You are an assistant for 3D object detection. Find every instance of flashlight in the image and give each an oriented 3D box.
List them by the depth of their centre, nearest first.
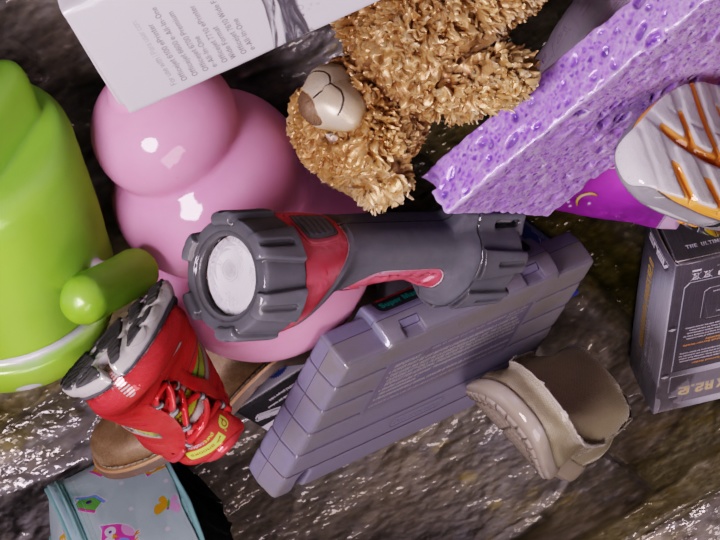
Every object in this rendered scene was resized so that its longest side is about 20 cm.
[{"bbox_3d":[0.000,0.000,1.442,0.068,0.068,0.200,-6,177,43],"label":"flashlight"}]

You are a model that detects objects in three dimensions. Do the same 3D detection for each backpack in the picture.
[{"bbox_3d":[-0.134,0.211,1.716,0.153,0.176,0.200,-16,139,-11],"label":"backpack"}]

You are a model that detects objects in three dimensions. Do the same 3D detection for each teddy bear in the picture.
[{"bbox_3d":[0.031,-0.127,1.395,0.200,0.145,0.067,-35,170,17],"label":"teddy bear"}]

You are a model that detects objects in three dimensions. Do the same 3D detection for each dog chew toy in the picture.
[{"bbox_3d":[-0.076,-0.040,1.482,0.124,0.125,0.200,-27,134,9],"label":"dog chew toy"}]

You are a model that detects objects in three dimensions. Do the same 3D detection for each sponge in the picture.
[{"bbox_3d":[0.135,-0.095,1.424,0.200,0.030,0.112,-39,160,24],"label":"sponge"}]

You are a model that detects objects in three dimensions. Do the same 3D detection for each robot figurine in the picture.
[{"bbox_3d":[-0.192,-0.019,1.440,0.175,0.116,0.200,10,140,19],"label":"robot figurine"}]

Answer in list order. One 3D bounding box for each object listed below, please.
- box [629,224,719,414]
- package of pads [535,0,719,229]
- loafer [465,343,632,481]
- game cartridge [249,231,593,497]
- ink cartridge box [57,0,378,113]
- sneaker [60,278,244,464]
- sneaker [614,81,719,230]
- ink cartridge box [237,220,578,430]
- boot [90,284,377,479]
[{"bbox_3d":[0.275,0.006,1.749,0.200,0.048,0.158,-13,143,-9],"label":"box"},{"bbox_3d":[0.166,-0.115,1.527,0.120,0.076,0.200,9,135,-29],"label":"package of pads"},{"bbox_3d":[0.116,0.077,1.636,0.068,0.076,0.200,-43,169,4],"label":"loafer"},{"bbox_3d":[0.035,0.049,1.579,0.200,0.038,0.130,-22,149,-39],"label":"game cartridge"},{"bbox_3d":[-0.049,-0.183,1.284,0.200,0.145,0.084,-24,142,6],"label":"ink cartridge box"},{"bbox_3d":[-0.097,0.061,1.440,0.077,0.085,0.200,-46,175,-2],"label":"sneaker"},{"bbox_3d":[0.190,-0.050,1.470,0.077,0.078,0.200,-26,165,36],"label":"sneaker"},{"bbox_3d":[0.022,0.034,1.671,0.200,0.044,0.094,-34,142,18],"label":"ink cartridge box"},{"bbox_3d":[-0.091,0.044,1.627,0.200,0.074,0.075,-38,125,12],"label":"boot"}]
